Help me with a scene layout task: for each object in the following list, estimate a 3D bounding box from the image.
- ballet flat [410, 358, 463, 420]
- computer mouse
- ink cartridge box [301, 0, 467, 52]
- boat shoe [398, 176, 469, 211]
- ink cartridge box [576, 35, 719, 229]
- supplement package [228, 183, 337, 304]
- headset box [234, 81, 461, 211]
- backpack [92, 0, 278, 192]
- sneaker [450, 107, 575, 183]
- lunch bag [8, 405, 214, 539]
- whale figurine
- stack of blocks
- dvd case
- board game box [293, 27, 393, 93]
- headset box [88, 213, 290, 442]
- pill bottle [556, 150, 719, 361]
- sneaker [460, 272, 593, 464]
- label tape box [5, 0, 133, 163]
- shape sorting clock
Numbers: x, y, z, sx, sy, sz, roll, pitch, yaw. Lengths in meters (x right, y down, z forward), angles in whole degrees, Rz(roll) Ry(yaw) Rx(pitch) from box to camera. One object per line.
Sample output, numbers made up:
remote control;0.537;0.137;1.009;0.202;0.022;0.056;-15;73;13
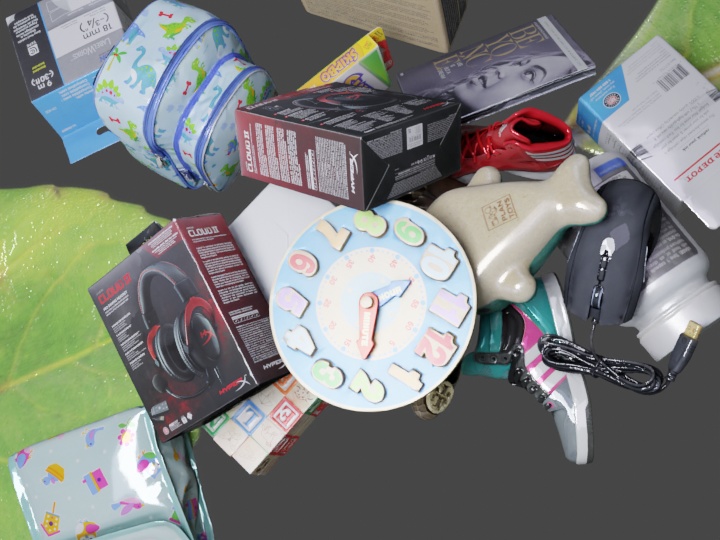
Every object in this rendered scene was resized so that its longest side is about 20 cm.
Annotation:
ballet flat;0.101;0.065;0.918;0.046;0.067;0.200;6;71;39
computer mouse;0.255;0.018;0.800;0.140;0.046;0.200;22;96;26
ink cartridge box;0.016;-0.344;0.986;0.200;0.165;0.075;21;81;15
boat shoe;0.082;-0.078;0.941;0.202;0.075;0.075;2;40;11
ink cartridge box;0.345;-0.140;0.921;0.116;0.068;0.200;-39;72;0
supplement package;-0.050;0.016;0.936;0.200;0.111;0.156;43;87;16
headset box;-0.020;-0.135;0.866;0.200;0.148;0.075;19;123;39
backpack;-0.190;-0.198;0.970;0.147;0.200;0.183;29;82;16
sneaker;0.136;-0.147;0.938;0.199;0.116;0.079;-4;76;10
lunch bag;-0.257;0.260;0.912;0.170;0.122;0.200;-19;82;3
whale figurine;0.151;-0.033;0.844;0.200;0.104;0.159;-29;53;23
stack of blocks;-0.145;0.118;0.956;0.200;0.059;0.115;41;87;17
dvd case;0.147;-0.223;0.966;0.200;0.016;0.149;-20;38;5
board game box;-0.041;-0.195;0.995;0.200;0.096;0.030;-41;71;-1
headset box;-0.176;0.048;0.862;0.148;0.075;0.200;-32;81;29
pill bottle;0.282;-0.014;0.878;0.114;0.114;0.200;-34;72;1
sneaker;0.167;0.108;0.885;0.120;0.084;0.201;-12;71;6
label tape box;-0.351;-0.260;1.088;0.144;0.063;0.200;-25;73;5
shape sorting clock;0.009;0.030;0.794;0.199;0.039;0.201;-2;82;11
